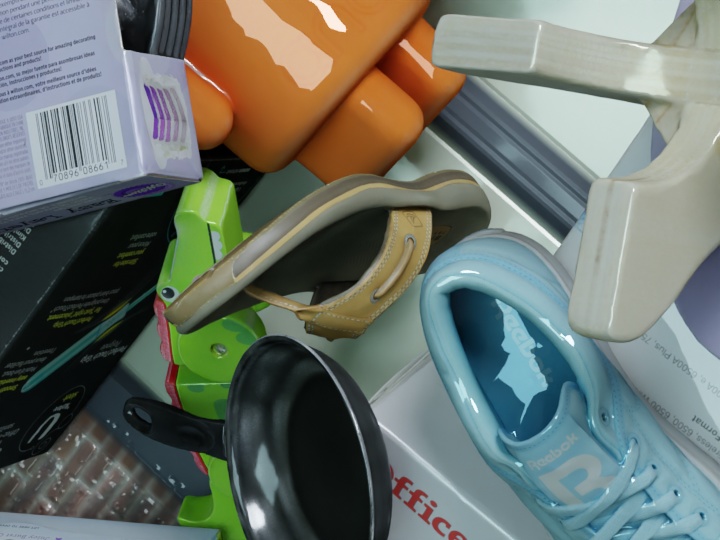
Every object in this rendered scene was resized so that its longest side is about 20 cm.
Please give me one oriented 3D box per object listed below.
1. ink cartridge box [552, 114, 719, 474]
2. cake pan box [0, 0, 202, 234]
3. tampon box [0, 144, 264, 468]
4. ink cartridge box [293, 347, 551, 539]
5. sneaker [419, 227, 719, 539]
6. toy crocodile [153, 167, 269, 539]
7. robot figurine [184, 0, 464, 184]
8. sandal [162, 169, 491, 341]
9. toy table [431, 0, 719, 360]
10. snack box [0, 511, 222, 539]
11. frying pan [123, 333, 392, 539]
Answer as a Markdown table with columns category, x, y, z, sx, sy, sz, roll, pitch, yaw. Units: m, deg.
| category | x | y | z | sx | sy | sz | roll | pitch | yaw |
| --- | --- | --- | --- | --- | --- | --- | --- | --- | --- |
| ink cartridge box | 0.173 | -0.001 | 0.930 | 0.145 | 0.147 | 0.200 | 38 | 106 | 14 |
| cake pan box | -0.165 | -0.106 | 0.938 | 0.199 | 0.052 | 0.185 | -14 | 84 | 26 |
| tampon box | -0.167 | -0.016 | 1.056 | 0.126 | 0.150 | 0.200 | 42 | 107 | 12 |
| ink cartridge box | 0.040 | 0.146 | 0.993 | 0.146 | 0.084 | 0.200 | 39 | 132 | 14 |
| sneaker | 0.083 | 0.076 | 0.849 | 0.074 | 0.082 | 0.200 | -42 | 81 | 20 |
| toy crocodile | -0.064 | 0.044 | 1.036 | 0.062 | 0.068 | 0.200 | -1 | 130 | 9 |
| robot figurine | -0.050 | -0.125 | 1.003 | 0.200 | 0.117 | 0.144 | 41 | 91 | -3 |
| sandal | 0.000 | 0.000 | 0.967 | 0.080 | 0.200 | 0.054 | -42 | 72 | 32 |
| toy table | 0.128 | -0.067 | 0.781 | 0.184 | 0.117 | 0.201 | -6 | 79 | 43 |
| snack box | -0.157 | 0.190 | 1.106 | 0.199 | 0.053 | 0.143 | 2 | 116 | 20 |
| frying pan | -0.039 | 0.090 | 0.955 | 0.190 | 0.031 | 0.115 | -26 | 76 | 58 |
